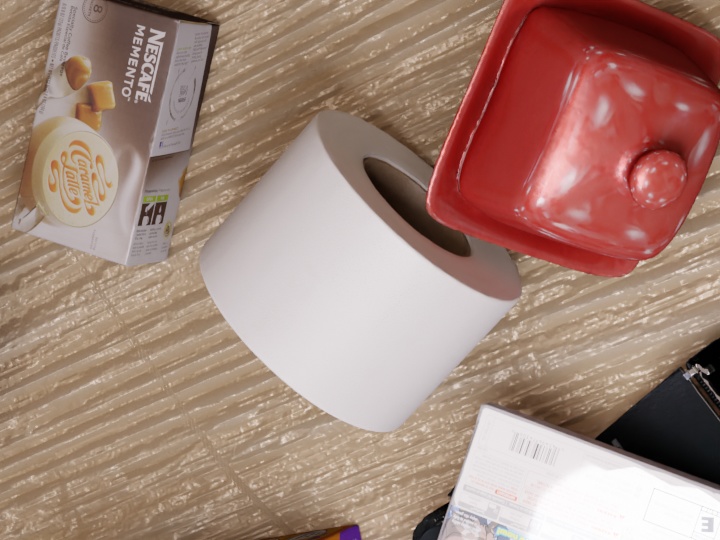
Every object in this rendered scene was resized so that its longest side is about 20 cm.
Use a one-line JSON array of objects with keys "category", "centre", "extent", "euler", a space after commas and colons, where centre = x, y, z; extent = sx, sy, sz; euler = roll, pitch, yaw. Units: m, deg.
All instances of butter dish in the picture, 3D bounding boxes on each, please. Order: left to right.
[{"category": "butter dish", "centre": [0.177, -0.085, 1.510], "extent": [0.201, 0.199, 0.148], "euler": [-67, 29, 11]}]

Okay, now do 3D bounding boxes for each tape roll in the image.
[{"category": "tape roll", "centre": [0.000, 0.000, 1.592], "extent": [0.203, 0.203, 0.139], "euler": [47, 108, 13]}]

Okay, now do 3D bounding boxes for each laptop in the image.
[{"category": "laptop", "centre": [0.307, 0.130, 1.588], "extent": [0.200, 0.103, 0.178], "euler": [-36, 80, -6]}]

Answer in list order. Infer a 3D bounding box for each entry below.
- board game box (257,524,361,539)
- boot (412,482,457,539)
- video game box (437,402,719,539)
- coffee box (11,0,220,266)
[{"category": "board game box", "centre": [-0.107, 0.324, 1.666], "extent": [0.199, 0.200, 0.201], "euler": [-12, 89, 23]}, {"category": "boot", "centre": [0.105, 0.258, 1.641], "extent": [0.168, 0.076, 0.201], "euler": [36, 102, 14]}, {"category": "video game box", "centre": [0.155, 0.214, 1.567], "extent": [0.199, 0.047, 0.183], "euler": [20, 93, 13]}, {"category": "coffee box", "centre": [-0.197, -0.117, 1.736], "extent": [0.114, 0.080, 0.201], "euler": [18, 100, 20]}]
